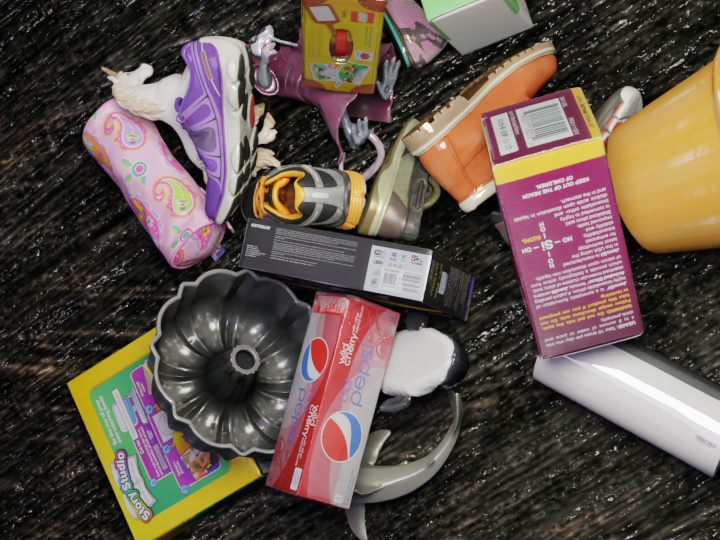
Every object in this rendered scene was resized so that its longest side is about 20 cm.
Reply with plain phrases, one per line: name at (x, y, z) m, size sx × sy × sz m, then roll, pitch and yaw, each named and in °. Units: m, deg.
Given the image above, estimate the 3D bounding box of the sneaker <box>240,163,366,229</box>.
sneaker at (-0.076, -0.077, 1.438) m, size 0.199 × 0.076 × 0.080 m, roll -5°, pitch 83°, yaw 55°

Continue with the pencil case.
pencil case at (-0.224, -0.096, 1.526) m, size 0.087 × 0.087 × 0.201 m, roll -43°, pitch 73°, yaw 13°

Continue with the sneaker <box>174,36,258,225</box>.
sneaker at (-0.152, -0.147, 1.437) m, size 0.082 × 0.081 × 0.203 m, roll 7°, pitch 117°, yaw 12°

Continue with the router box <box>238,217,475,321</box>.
router box at (0.000, 0.000, 1.390) m, size 0.197 × 0.157 × 0.053 m, roll 11°, pitch 85°, yaw 21°

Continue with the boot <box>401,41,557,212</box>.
boot at (0.139, -0.143, 1.369) m, size 0.200 × 0.075 × 0.108 m, roll -41°, pitch 96°, yaw -24°

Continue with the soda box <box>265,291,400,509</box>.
soda box at (-0.027, 0.127, 1.376) m, size 0.063 × 0.069 × 0.203 m, roll 4°, pitch 76°, yaw 55°

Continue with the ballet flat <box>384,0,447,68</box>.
ballet flat at (0.028, -0.305, 1.456) m, size 0.071 × 0.069 × 0.201 m, roll -33°, pitch 79°, yaw -3°

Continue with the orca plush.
orca plush at (0.047, 0.112, 1.414) m, size 0.199 × 0.071 × 0.106 m, roll -29°, pitch 45°, yaw 39°

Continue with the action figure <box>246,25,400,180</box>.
action figure at (-0.048, -0.204, 1.475) m, size 0.198 × 0.134 × 0.150 m, roll 22°, pitch 138°, yaw 33°

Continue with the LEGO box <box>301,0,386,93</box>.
LEGO box at (-0.012, -0.278, 1.311) m, size 0.076 × 0.200 × 0.151 m, roll 5°, pitch 74°, yaw -1°

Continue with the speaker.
speaker at (0.265, 0.114, 1.321) m, size 0.198 × 0.081 × 0.082 m, roll 28°, pitch 97°, yaw 21°

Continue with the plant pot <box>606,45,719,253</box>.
plant pot at (0.331, -0.103, 1.262) m, size 0.182 × 0.199 × 0.203 m, roll -19°, pitch 79°, yaw 35°

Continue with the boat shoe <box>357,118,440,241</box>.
boat shoe at (0.047, -0.084, 1.376) m, size 0.065 × 0.201 × 0.072 m, roll 26°, pitch 121°, yaw -1°

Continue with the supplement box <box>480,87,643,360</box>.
supplement box at (0.183, -0.044, 1.269) m, size 0.102 × 0.131 × 0.202 m, roll -15°, pitch 115°, yaw 6°

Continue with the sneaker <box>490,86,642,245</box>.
sneaker at (0.196, -0.107, 1.368) m, size 0.082 × 0.077 × 0.201 m, roll 41°, pitch 101°, yaw 25°

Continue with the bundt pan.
bundt pan at (-0.130, 0.104, 1.435) m, size 0.204 × 0.200 × 0.076 m, roll 64°, pitch 148°, yaw 13°

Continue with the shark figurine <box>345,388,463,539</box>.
shark figurine at (0.024, 0.203, 1.409) m, size 0.212 × 0.089 × 0.130 m, roll -19°, pitch 81°, yaw 21°

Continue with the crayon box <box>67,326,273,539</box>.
crayon box at (-0.204, 0.171, 1.514) m, size 0.171 × 0.058 × 0.202 m, roll -31°, pitch 76°, yaw 18°

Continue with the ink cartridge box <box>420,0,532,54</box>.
ink cartridge box at (0.092, -0.336, 1.382) m, size 0.083 × 0.146 × 0.203 m, roll -19°, pitch 80°, yaw 17°

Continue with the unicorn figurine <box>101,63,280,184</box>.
unicorn figurine at (-0.180, -0.175, 1.491) m, size 0.136 × 0.074 × 0.202 m, roll -31°, pitch 87°, yaw 1°
